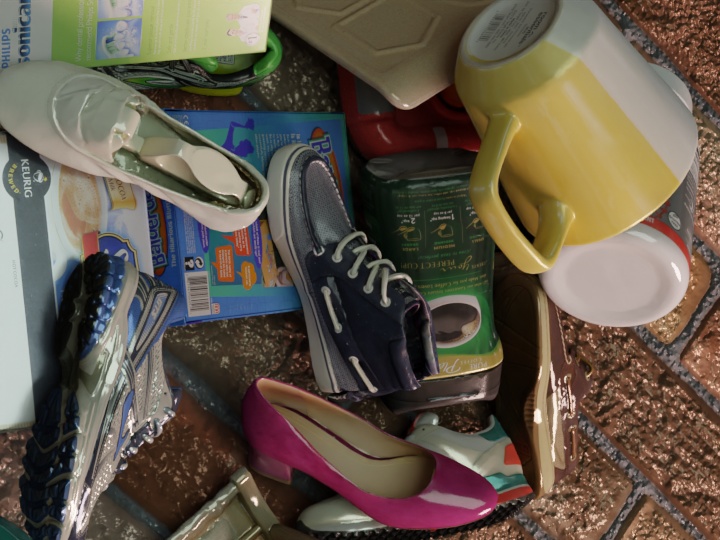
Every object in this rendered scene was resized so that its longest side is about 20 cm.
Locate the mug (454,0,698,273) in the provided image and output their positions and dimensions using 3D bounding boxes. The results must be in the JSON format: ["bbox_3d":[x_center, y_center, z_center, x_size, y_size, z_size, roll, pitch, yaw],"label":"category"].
[{"bbox_3d":[0.145,-0.111,1.165,0.149,0.187,0.153,-28,126,17],"label":"mug"}]

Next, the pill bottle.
[{"bbox_3d":[0.207,-0.064,1.292,0.116,0.116,0.200,33,46,-21],"label":"pill bottle"}]

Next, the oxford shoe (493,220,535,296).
[{"bbox_3d":[0.181,-0.036,1.368,0.200,0.070,0.075,-36,100,-22],"label":"oxford shoe"}]

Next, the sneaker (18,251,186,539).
[{"bbox_3d":[-0.157,0.094,1.055,0.085,0.077,0.201,17,84,-31],"label":"sneaker"}]

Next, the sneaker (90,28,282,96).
[{"bbox_3d":[-0.152,-0.169,1.206,0.199,0.085,0.078,-5,90,-25],"label":"sneaker"}]

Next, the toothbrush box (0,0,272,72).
[{"bbox_3d":[-0.176,-0.218,1.147,0.199,0.146,0.086,-9,135,-20],"label":"toothbrush box"}]

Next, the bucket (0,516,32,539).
[{"bbox_3d":[-0.285,0.245,1.070,0.206,0.135,0.208,1,85,-5],"label":"bucket"}]

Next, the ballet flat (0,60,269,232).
[{"bbox_3d":[-0.143,-0.086,1.072,0.200,0.069,0.070,27,77,-25],"label":"ballet flat"}]

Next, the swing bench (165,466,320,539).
[{"bbox_3d":[-0.084,0.277,1.171,0.199,0.200,0.130,-40,126,-20],"label":"swing bench"}]

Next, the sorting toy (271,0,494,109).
[{"bbox_3d":[0.032,-0.213,1.266,0.185,0.200,0.037,-33,145,-24],"label":"sorting toy"}]

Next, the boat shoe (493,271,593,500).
[{"bbox_3d":[0.151,0.088,1.330,0.072,0.072,0.201,-20,116,-30],"label":"boat shoe"}]

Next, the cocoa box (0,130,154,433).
[{"bbox_3d":[-0.223,0.006,1.137,0.131,0.133,0.201,-6,91,-27],"label":"cocoa box"}]

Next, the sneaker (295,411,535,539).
[{"bbox_3d":[0.036,0.166,1.302,0.199,0.070,0.094,-9,66,-18],"label":"sneaker"}]

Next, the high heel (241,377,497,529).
[{"bbox_3d":[0.006,0.135,1.217,0.199,0.096,0.068,9,49,5],"label":"high heel"}]

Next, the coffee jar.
[{"bbox_3d":[0.056,0.010,1.270,0.104,0.085,0.201,-7,109,-13],"label":"coffee jar"}]

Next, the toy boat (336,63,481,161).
[{"bbox_3d":[0.087,-0.153,1.294,0.199,0.131,0.131,-9,92,-25],"label":"toy boat"}]

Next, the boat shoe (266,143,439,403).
[{"bbox_3d":[0.000,0.000,1.200,0.075,0.093,0.201,-33,113,-48],"label":"boat shoe"}]

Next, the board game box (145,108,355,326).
[{"bbox_3d":[-0.082,-0.041,1.213,0.200,0.045,0.153,-5,89,-51],"label":"board game box"}]
